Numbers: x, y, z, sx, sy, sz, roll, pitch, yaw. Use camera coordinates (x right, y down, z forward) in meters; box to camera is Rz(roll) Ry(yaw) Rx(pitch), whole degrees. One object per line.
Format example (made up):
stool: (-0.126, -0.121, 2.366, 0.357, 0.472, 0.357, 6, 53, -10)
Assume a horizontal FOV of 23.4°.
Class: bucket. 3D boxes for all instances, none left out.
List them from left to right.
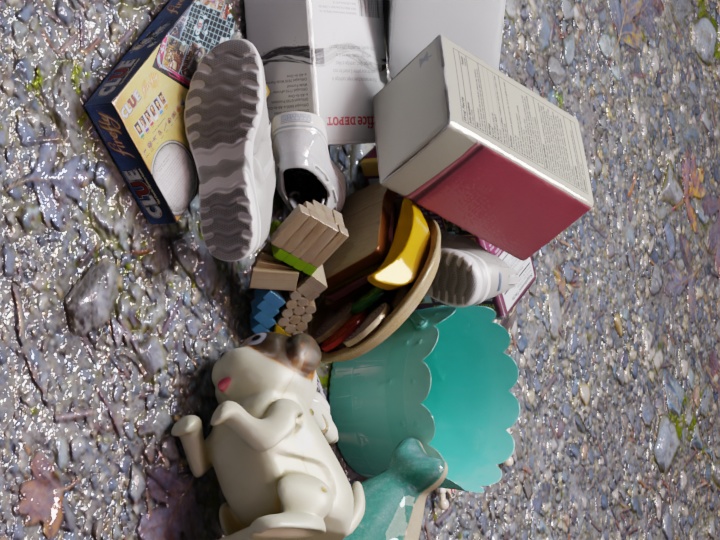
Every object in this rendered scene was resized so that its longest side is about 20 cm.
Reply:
bucket: (0.069, 0.134, 1.857, 0.207, 0.134, 0.209, 4, 86, -57)

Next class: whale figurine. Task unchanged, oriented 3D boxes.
whale figurine: (0.002, 0.253, 1.719, 0.103, 0.159, 0.201, 33, 92, -33)

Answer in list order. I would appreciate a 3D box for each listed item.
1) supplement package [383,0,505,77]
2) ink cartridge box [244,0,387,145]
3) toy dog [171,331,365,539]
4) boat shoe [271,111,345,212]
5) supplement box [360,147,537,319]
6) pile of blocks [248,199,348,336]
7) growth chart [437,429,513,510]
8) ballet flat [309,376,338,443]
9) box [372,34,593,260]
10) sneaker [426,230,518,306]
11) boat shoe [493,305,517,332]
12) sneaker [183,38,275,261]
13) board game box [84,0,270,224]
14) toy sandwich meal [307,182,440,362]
supplement package: (0.086, -0.291, 1.835, 0.200, 0.116, 0.118, -93, -173, -61)
ink cartridge box: (-0.043, -0.226, 1.754, 0.145, 0.083, 0.202, -9, 96, -59)
toy dog: (-0.076, 0.155, 1.616, 0.192, 0.139, 0.202, -1, 71, -31)
boat shoe: (-0.050, -0.081, 1.692, 0.200, 0.071, 0.069, 92, 0, -67)
supplement box: (0.100, -0.055, 1.924, 0.103, 0.130, 0.201, -44, 125, -49)
pile of blocks: (-0.074, 0.006, 1.683, 0.062, 0.081, 0.201, -105, -154, -51)
growth chart: (0.132, 0.187, 2.061, 0.200, 0.018, 0.146, -17, 102, -57)
ballet flat: (-0.057, 0.179, 1.720, 0.072, 0.072, 0.202, 45, 51, -46)
box: (0.122, -0.120, 1.744, 0.199, 0.109, 0.129, 27, 41, -30)
sneaker: (0.082, -0.006, 1.827, 0.081, 0.200, 0.075, -1, 110, -37)
boat shoe: (0.155, 0.050, 2.054, 0.074, 0.074, 0.201, 58, 44, -37)
sneaker: (-0.116, -0.111, 1.600, 0.082, 0.074, 0.202, -11, 103, -73)
board game box: (-0.165, -0.159, 1.606, 0.201, 0.034, 0.136, -59, 134, -41)
toy sandwich meal: (0.000, 0.000, 1.735, 0.070, 0.204, 0.206, 42, 51, -22)
